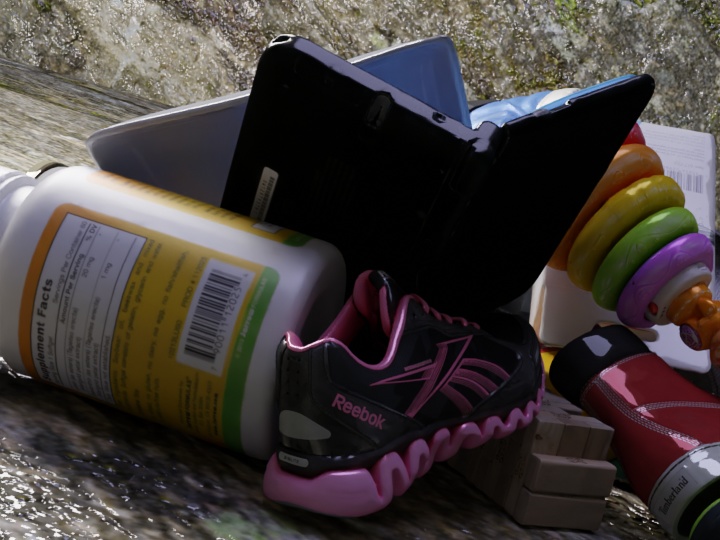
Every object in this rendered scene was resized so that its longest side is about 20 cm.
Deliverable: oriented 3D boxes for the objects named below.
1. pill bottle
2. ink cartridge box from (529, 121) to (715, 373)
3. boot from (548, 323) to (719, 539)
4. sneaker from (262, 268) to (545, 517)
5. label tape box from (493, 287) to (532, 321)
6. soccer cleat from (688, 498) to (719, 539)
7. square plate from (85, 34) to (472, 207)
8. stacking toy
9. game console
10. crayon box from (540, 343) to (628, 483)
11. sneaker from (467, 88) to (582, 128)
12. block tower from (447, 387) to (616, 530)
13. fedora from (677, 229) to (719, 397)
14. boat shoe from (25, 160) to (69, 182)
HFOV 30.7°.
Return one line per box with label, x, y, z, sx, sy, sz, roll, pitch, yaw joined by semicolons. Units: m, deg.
pill bottle;-0.116;0.012;0.662;0.198;0.112;0.111;18;9;12
ink cartridge box;0.178;-0.007;0.894;0.114;0.202;0.068;10;-36;3
boot;0.203;0.086;0.769;0.198;0.073;0.145;11;30;-41
sneaker;0.027;0.042;0.635;0.078;0.097;0.199;1;15;36
label tape box;0.137;-0.027;1.074;0.063;0.203;0.144;12;9;-23
soccer cleat;0.256;0.151;0.636;0.198;0.068;0.081;14;21;-15
square plate;-0.027;-0.039;0.742;0.197;0.199;0.029;-14;49;6
stacking toy;0.168;-0.008;0.776;0.109;0.117;0.201;-23;58;-26
game console;0.029;-0.045;0.695;0.174;0.201;0.117;28;52;4
crayon box;0.123;0.080;0.878;0.198;0.051;0.127;21;10;27
sneaker;0.091;-0.075;1.010;0.110;0.077;0.200;-1;35;42
block tower;0.067;0.082;0.755;0.057;0.055;0.200;11;10;-30
fedora;0.237;0.057;0.979;0.089;0.179;0.200;-20;32;-22
boat shoe;-0.194;-0.038;0.967;0.067;0.076;0.200;11;7;10
